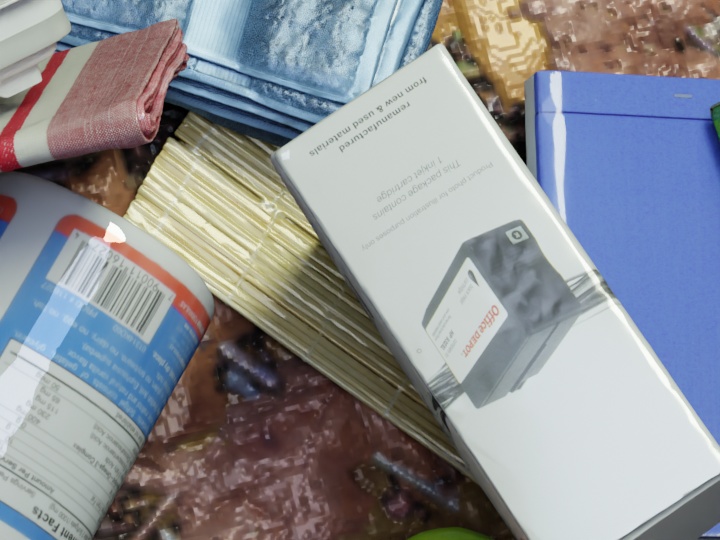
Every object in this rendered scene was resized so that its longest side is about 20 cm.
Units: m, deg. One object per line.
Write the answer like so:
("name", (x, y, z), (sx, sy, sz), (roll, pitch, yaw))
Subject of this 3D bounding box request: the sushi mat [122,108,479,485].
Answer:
("sushi mat", (0.000, 0.000, 1.237), (0.200, 0.012, 0.096), (36, 75, 0))

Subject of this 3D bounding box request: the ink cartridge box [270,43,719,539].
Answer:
("ink cartridge box", (0.060, 0.029, 1.138), (0.084, 0.145, 0.200), (-33, 76, -1))

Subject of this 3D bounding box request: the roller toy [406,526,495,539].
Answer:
("roller toy", (0.016, 0.213, 1.129), (0.182, 0.140, 0.201), (-21, 83, -12))

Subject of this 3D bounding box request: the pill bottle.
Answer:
("pill bottle", (-0.150, 0.071, 1.149), (0.112, 0.112, 0.200), (30, 76, -2))

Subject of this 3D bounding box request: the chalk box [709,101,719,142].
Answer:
("chalk box", (0.239, -0.044, 1.210), (0.124, 0.125, 0.201), (-15, 83, -27))

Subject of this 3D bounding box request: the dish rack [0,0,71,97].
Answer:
("dish rack", (-0.210, -0.071, 1.128), (0.171, 0.200, 0.044), (-28, 107, -28))

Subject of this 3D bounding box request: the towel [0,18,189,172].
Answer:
("towel", (-0.168, -0.048, 1.133), (0.199, 0.144, 0.023), (-15, 106, 8))

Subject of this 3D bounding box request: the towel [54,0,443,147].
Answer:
("towel", (-0.067, -0.122, 1.224), (0.199, 0.049, 0.112), (19, 72, 2))

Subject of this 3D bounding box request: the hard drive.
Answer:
("hard drive", (0.138, 0.016, 1.241), (0.131, 0.025, 0.201), (2, 78, -16))
